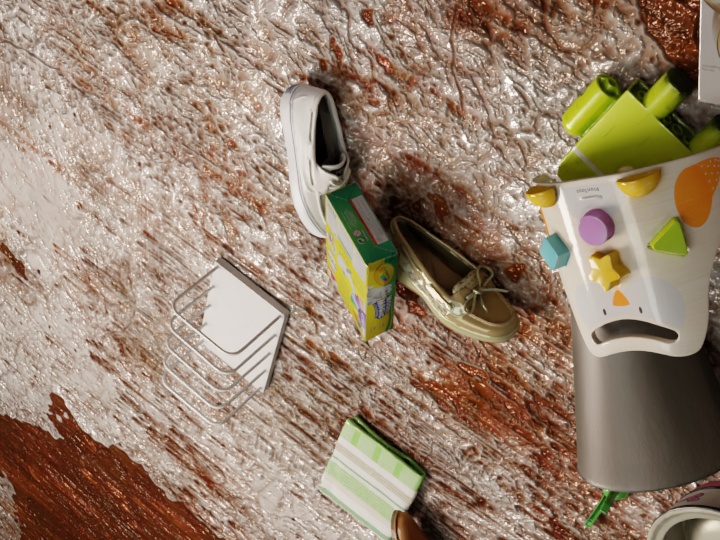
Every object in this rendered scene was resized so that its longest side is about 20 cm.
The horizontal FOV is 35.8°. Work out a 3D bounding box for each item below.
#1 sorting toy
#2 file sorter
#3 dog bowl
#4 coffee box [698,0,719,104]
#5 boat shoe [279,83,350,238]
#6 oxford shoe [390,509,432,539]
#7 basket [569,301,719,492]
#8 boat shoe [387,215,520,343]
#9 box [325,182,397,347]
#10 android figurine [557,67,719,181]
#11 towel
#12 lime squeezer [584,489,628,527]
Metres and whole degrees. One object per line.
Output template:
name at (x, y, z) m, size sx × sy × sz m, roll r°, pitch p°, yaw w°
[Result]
sorting toy at (0.250, -0.007, 1.048) m, size 0.198 × 0.106 × 0.183 m, roll -6°, pitch 101°, yaw 42°
file sorter at (-0.212, 0.115, 1.672) m, size 0.138 × 0.124 × 0.201 m, roll 37°, pitch 141°, yaw 15°
dog bowl at (0.432, 0.328, 1.271) m, size 0.198 × 0.074 × 0.202 m, roll 26°, pitch 136°, yaw 28°
coffee box at (0.379, -0.187, 0.889) m, size 0.198 × 0.080 × 0.114 m, roll 17°, pitch 131°, yaw 34°
boat shoe at (-0.046, -0.126, 1.354) m, size 0.065 × 0.073 × 0.202 m, roll 14°, pitch 131°, yaw 41°
oxford shoe at (0.107, 0.430, 1.680) m, size 0.070 × 0.072 × 0.201 m, roll -16°, pitch 122°, yaw 27°
basket at (0.294, 0.109, 1.175) m, size 0.178 × 0.136 × 0.203 m, roll -13°, pitch 110°, yaw 14°
boat shoe at (0.106, 0.011, 1.322) m, size 0.199 × 0.073 × 0.063 m, roll 34°, pitch 142°, yaw 19°
box at (0.000, 0.000, 1.377) m, size 0.118 × 0.048 × 0.201 m, roll 60°, pitch 162°, yaw 28°
android figurine at (0.274, -0.102, 1.092) m, size 0.182 × 0.041 × 0.200 m, roll 43°, pitch 139°, yaw 5°
towel at (0.018, 0.319, 1.704) m, size 0.148 × 0.031 × 0.201 m, roll 35°, pitch 137°, yaw 13°
lime squeezer at (0.308, 0.276, 1.359) m, size 0.037 × 0.072 × 0.200 m, roll 18°, pitch 165°, yaw 10°
